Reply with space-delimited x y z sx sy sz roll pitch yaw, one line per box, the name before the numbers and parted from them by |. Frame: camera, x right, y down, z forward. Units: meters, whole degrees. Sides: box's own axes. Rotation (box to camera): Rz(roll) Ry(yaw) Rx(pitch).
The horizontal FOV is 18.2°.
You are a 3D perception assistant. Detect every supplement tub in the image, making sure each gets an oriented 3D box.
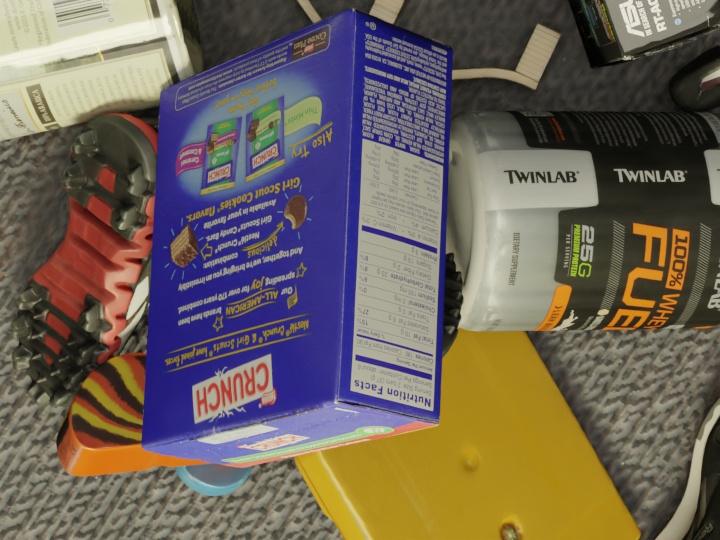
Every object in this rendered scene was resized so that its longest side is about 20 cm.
supplement tub | 0.145 -0.028 1.250 0.199 0.123 0.123 -1 94 -12

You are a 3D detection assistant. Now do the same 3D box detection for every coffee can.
coffee can | -0.198 -0.145 1.244 0.199 0.146 0.147 -12 94 1

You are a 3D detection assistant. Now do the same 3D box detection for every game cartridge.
game cartridge | 0.053 0.110 1.266 0.176 0.032 0.200 -32 93 -39

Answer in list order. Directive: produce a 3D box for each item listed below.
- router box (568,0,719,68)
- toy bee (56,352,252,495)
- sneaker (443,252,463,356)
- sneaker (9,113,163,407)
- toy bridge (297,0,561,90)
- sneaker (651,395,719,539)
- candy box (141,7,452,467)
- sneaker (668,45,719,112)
router box | 0.132 -0.215 1.235 0.062 0.150 0.201 -19 94 1
toy bee | -0.077 0.073 1.287 0.200 0.131 0.109 20 50 -36
sneaker | 0.000 0.000 1.228 0.066 0.200 0.091 22 122 -30
sneaker | -0.136 -0.006 1.282 0.071 0.098 0.201 38 123 23
toy bridge | 0.013 -0.150 1.301 0.199 0.027 0.067 25 95 -1
sneaker | 0.221 0.151 1.282 0.076 0.088 0.201 24 96 -21
candy box | -0.034 -0.010 1.144 0.077 0.169 0.201 16 70 -37
sneaker | 0.284 -0.099 1.280 0.199 0.076 0.116 -21 96 1
